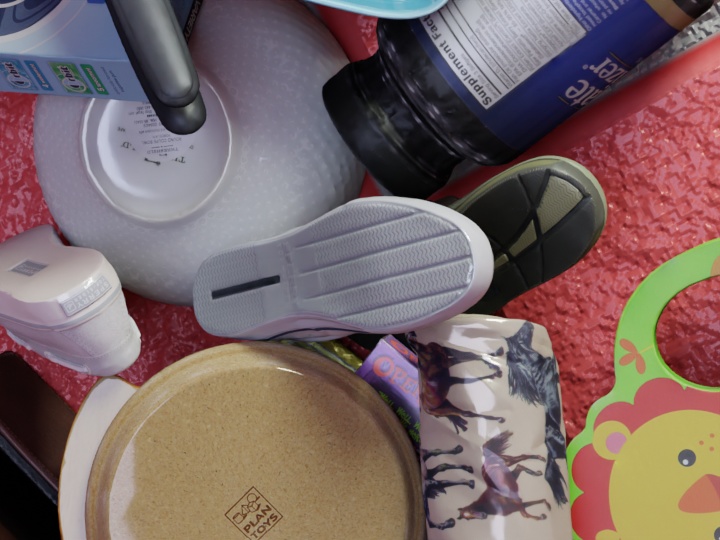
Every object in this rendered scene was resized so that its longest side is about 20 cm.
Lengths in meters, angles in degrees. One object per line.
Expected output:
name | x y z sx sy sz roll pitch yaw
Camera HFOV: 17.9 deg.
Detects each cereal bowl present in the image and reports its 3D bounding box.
cereal bowl | -0.102 -0.074 1.311 0.200 0.083 0.200 2 95 19

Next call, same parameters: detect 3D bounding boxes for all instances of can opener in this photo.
can opener | -0.122 -0.158 1.205 0.079 0.063 0.200 -22 57 3

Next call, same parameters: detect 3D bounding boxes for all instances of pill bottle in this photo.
pill bottle | 0.081 -0.127 1.232 0.200 0.112 0.112 -38 82 17

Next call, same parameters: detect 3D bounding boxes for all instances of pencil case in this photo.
pencil case | 0.066 0.117 1.214 0.089 0.078 0.200 -10 80 36

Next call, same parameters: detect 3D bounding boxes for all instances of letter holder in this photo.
letter holder | -0.194 0.156 1.325 0.200 0.142 0.101 43 105 11

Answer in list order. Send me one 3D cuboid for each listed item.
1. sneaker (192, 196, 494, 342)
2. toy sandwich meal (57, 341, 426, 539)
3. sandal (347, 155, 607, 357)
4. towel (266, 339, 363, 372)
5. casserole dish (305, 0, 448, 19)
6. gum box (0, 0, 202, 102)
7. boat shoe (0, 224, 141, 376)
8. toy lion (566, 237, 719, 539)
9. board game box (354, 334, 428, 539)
sneaker | 0.000 0.000 1.224 0.200 0.071 0.073 -5 88 42
toy sandwich meal | -0.065 0.132 1.258 0.205 0.070 0.205 0 87 -3
sandal | 0.057 -0.009 1.274 0.201 0.057 0.080 -23 108 33
towel | -0.010 0.128 1.326 0.200 0.023 0.144 36 103 12
casserole dish | -0.024 -0.201 1.187 0.200 0.039 0.121 15 95 3
gum box | -0.181 -0.182 1.301 0.200 0.045 0.170 6 62 21
boat shoe | -0.175 0.020 1.307 0.072 0.200 0.069 -35 110 -24
toy lion | 0.192 0.088 1.222 0.192 0.069 0.200 -19 87 11
board game box | 0.054 0.144 1.280 0.200 0.032 0.120 40 106 6
